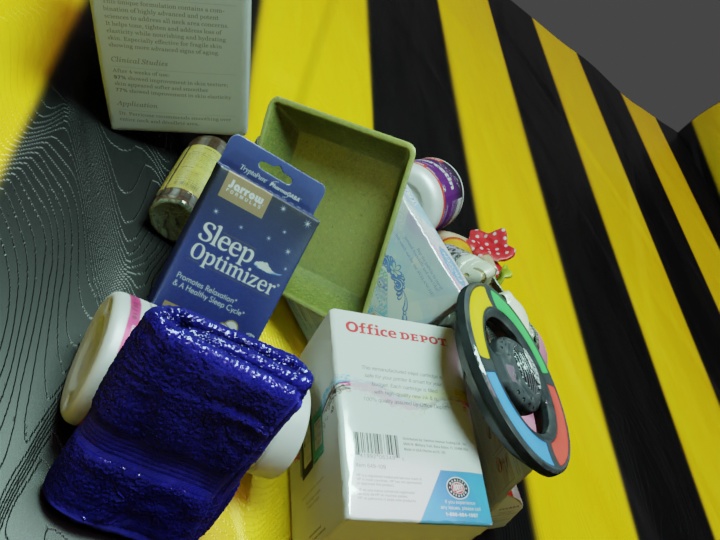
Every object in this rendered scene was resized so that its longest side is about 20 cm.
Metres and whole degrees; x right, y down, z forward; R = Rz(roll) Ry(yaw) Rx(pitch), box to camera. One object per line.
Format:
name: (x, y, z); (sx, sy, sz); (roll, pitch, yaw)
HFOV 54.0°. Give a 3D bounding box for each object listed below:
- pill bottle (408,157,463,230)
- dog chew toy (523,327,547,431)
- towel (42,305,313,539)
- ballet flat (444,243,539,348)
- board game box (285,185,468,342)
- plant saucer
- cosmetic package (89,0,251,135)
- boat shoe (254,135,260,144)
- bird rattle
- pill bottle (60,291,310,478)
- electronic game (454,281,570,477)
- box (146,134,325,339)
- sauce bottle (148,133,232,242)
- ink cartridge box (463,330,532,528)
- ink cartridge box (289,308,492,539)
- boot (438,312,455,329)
pill bottle: (0.092, -0.111, 1.069); (0.113, 0.112, 0.199); (51, 23, 4)
dog chew toy: (0.194, 0.164, 0.946); (0.123, 0.124, 0.204); (24, 50, -29)
towel: (-0.140, 0.132, 0.544); (0.145, 0.202, 0.050); (25, 23, -27)
ballet flat: (0.165, 0.032, 0.905); (0.071, 0.072, 0.202); (-8, 58, -49)
board game box: (0.000, 0.000, 0.809); (0.043, 0.198, 0.203); (-5, 61, -58)
plant saucer: (-0.040, -0.064, 0.778); (0.197, 0.205, 0.048); (24, 14, 28)
cosmetic package: (-0.207, -0.289, 0.810); (0.162, 0.202, 0.169); (2, 50, -10)
boat shoe: (-0.047, -0.138, 0.948); (0.197, 0.072, 0.076); (30, 27, -12)
bird rattle: (0.170, -0.019, 1.103); (0.159, 0.114, 0.202); (22, 38, -8)
pill bottle: (-0.149, 0.109, 0.626); (0.197, 0.113, 0.115); (27, 40, -27)
electronic game: (0.154, 0.104, 0.705); (0.200, 0.041, 0.203); (44, 29, -31)
box: (-0.123, -0.020, 0.718); (0.119, 0.204, 0.032); (26, 3, -26)
sauce bottle: (-0.186, -0.117, 0.835); (0.064, 0.065, 0.202); (35, 40, -18)
ink cartridge box: (0.153, 0.187, 0.811); (0.046, 0.202, 0.163); (-3, 55, -15)
ink cartridge box: (0.017, 0.169, 0.693); (0.143, 0.147, 0.204); (10, 50, -21)
boot: (0.052, -0.003, 0.923); (0.203, 0.067, 0.130); (60, 25, 15)
